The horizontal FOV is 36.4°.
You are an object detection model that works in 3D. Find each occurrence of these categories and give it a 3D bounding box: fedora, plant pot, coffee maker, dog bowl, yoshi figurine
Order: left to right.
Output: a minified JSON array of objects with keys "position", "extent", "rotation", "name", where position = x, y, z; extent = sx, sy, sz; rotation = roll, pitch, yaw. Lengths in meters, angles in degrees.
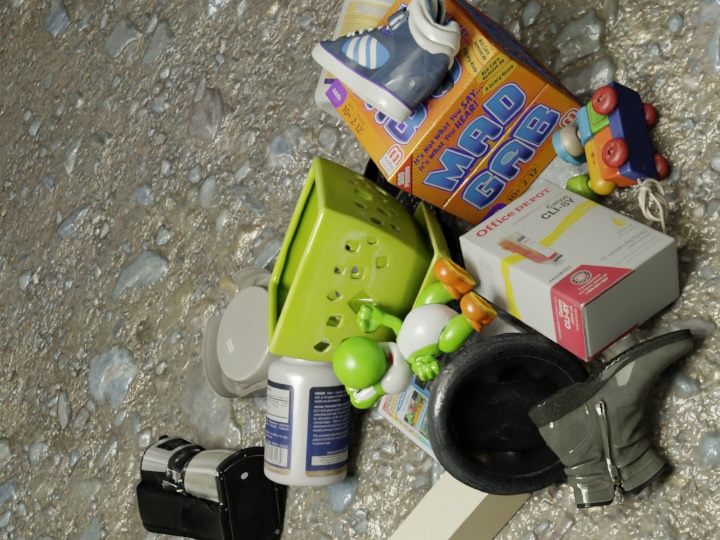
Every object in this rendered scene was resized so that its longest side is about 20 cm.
[{"position":[-0.220,0.337,1.552],"extent":[0.200,0.135,0.192],"rotation":[-3,73,45],"name":"coffee maker"},{"position":[-0.155,0.097,1.626],"extent":[0.200,0.059,0.200],"rotation":[-22,59,44],"name":"dog bowl"},{"position":[0.000,0.000,1.346],"extent":[0.199,0.181,0.200],"rotation":[-99,28,-66],"name":"plant pot"},{"position":[0.047,0.078,1.236],"extent":[0.200,0.112,0.112],"rotation":[-43,10,14],"name":"yoshi figurine"},{"position":[0.158,0.153,1.228],"extent":[0.201,0.200,0.092],"rotation":[-68,18,0],"name":"fedora"}]

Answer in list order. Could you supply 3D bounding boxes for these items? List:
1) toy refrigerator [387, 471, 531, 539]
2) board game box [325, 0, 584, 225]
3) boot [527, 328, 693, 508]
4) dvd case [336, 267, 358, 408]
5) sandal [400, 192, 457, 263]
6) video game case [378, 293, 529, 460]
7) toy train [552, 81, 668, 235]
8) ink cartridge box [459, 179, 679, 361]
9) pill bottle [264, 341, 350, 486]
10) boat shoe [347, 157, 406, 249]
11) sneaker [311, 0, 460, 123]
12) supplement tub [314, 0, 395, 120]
[{"position":[0.100,0.304,1.286],"extent":[0.200,0.076,0.070],"rotation":[-54,45,17],"name":"toy refrigerator"},{"position":[0.119,-0.210,1.377],"extent":[0.200,0.200,0.200],"rotation":[-50,45,19],"name":"board game box"},{"position":[0.288,0.158,1.161],"extent":[0.200,0.068,0.131],"rotation":[-31,83,-1],"name":"boot"},{"position":[-0.023,0.090,1.515],"extent":[0.149,0.016,0.200],"rotation":[-43,47,41],"name":"dvd case"},{"position":[0.099,-0.015,1.440],"extent":[0.075,0.048,0.201],"rotation":[-31,67,35],"name":"sandal"},{"position":[0.112,0.130,1.357],"extent":[0.182,0.024,0.200],"rotation":[35,110,47],"name":"video game case"},{"position":[0.285,-0.105,1.262],"extent":[0.116,0.085,0.200],"rotation":[-33,53,45],"name":"toy train"},{"position":[0.229,-0.006,1.222],"extent":[0.145,0.083,0.200],"rotation":[-33,39,-21],"name":"ink cartridge box"},{"position":[-0.068,0.174,1.446],"extent":[0.111,0.111,0.200],"rotation":[8,96,46],"name":"pill bottle"},{"position":[0.009,-0.087,1.515],"extent":[0.200,0.062,0.075],"rotation":[-60,40,39],"name":"boat shoe"},{"position":[0.039,-0.267,1.284],"extent":[0.147,0.081,0.200],"rotation":[-52,41,5],"name":"sneaker"},{"position":[0.030,-0.309,1.545],"extent":[0.145,0.145,0.200],"rotation":[14,84,47],"name":"supplement tub"}]
